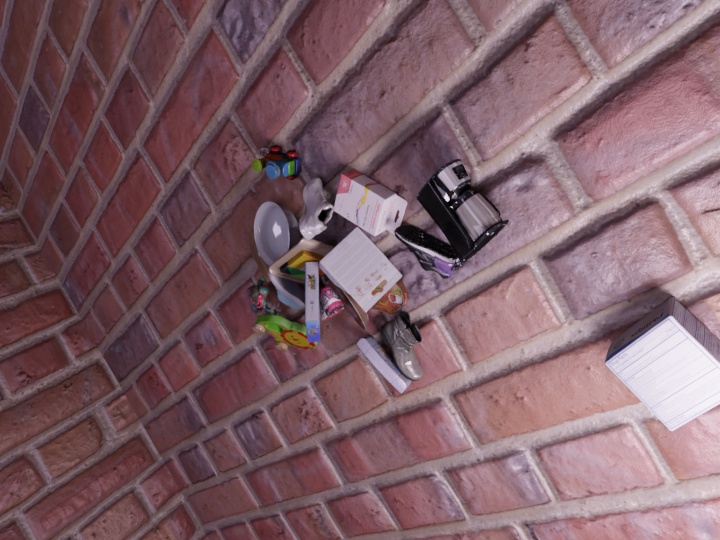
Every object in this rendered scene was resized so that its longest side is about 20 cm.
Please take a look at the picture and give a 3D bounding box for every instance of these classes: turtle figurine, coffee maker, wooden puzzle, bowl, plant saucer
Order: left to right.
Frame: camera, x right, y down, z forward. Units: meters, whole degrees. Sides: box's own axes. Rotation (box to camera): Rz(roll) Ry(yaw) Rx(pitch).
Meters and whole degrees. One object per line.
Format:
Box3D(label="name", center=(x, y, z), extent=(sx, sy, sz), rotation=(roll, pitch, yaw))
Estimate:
Box3D(label="turtle figurine", center=(-0.343, 0.083, 1.824), extent=(0.198, 0.098, 0.156), rotation=(-24, 64, 57))
Box3D(label="bowl", center=(-0.254, -0.121, 1.674), extent=(0.197, 0.089, 0.209), rotation=(13, 108, 44))
Box3D(label="wooden puzzle", center=(-0.162, -0.019, 1.614), extent=(0.198, 0.181, 0.038), rotation=(-36, 50, 38))
Box3D(label="plant saucer", center=(-0.032, 0.089, 1.588), extent=(0.202, 0.032, 0.201), rotation=(52, 170, 12))
Box3D(label="coffee maker", center=(0.229, -0.134, 1.275), extent=(0.192, 0.133, 0.203), rotation=(-42, 75, 26))

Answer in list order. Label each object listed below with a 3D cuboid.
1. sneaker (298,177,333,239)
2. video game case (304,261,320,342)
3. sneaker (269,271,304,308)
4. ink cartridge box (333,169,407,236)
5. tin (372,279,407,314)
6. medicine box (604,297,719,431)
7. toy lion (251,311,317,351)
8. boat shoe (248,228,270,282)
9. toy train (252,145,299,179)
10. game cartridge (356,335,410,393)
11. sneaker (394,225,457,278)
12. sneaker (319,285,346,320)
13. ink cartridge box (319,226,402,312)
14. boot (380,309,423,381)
Box3D(label="sneaker", center=(-0.117, -0.187, 1.524), extent=(0.096, 0.078, 0.207), rotation=(-12, 60, 26))
Box3D(label="video game case", center=(-0.148, 0.102, 1.609), extent=(0.201, 0.044, 0.188), rotation=(98, 169, -65))
Box3D(label="sneaker", center=(-0.251, 0.072, 1.714), extent=(0.080, 0.076, 0.201), rotation=(-23, 134, 19))
Box3D(label="ink cartridge box", center=(0.026, -0.182, 1.464), extent=(0.197, 0.067, 0.119), rotation=(32, 126, 22))
Box3D(label="tin", center=(0.053, 0.060, 1.568), extent=(0.195, 0.042, 0.116), rotation=(16, 122, 32))
Box3D(label="medicine box", center=(0.669, 0.200, 1.118), extent=(0.200, 0.102, 0.184), rotation=(46, 130, 12))
Box3D(label="toy lion", center=(-0.247, 0.213, 1.793), extent=(0.187, 0.070, 0.200), rotation=(-10, 139, 37))
Box3D(label="boat shoe", center=(-0.328, -0.055, 1.790), extent=(0.204, 0.063, 0.073), rotation=(61, 143, 23))
Box3D(label="toy train", center=(-0.292, -0.334, 1.607), extent=(0.195, 0.115, 0.087), rotation=(22, 121, 27))
Box3D(label="game cartridge", center=(0.074, 0.281, 1.588), extent=(0.042, 0.133, 0.200), rotation=(-44, 79, 3))
Box3D(label="sneaker", center=(0.168, -0.044, 1.415), extent=(0.197, 0.075, 0.090), rotation=(32, 131, 22))
Box3D(label="sneaker", center=(-0.094, 0.102, 1.637), extent=(0.076, 0.079, 0.200), rotation=(62, 164, 10))
Box3D(label="ink cartridge box", center=(0.000, 0.000, 1.505), extent=(0.200, 0.159, 0.047), rotation=(46, 162, 10))
Box3D(label="boot", center=(0.141, 0.225, 1.534), extent=(0.203, 0.067, 0.130), rotation=(57, 145, 5))
